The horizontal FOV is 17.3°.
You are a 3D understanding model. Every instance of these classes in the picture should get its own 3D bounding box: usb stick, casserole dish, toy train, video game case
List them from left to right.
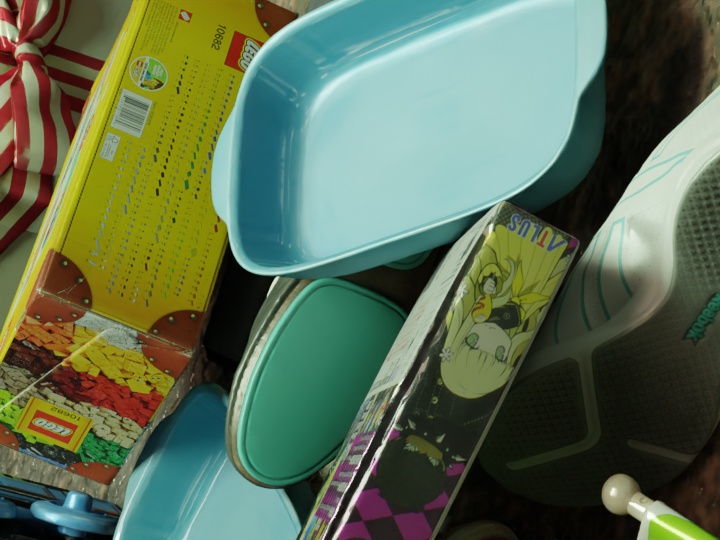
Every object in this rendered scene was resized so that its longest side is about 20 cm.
[{"bbox_3d":[-0.206,0.136,1.184,0.114,0.199,0.087,-169,94,-72],"label":"toy train"},{"bbox_3d":[-0.057,0.136,1.058,0.122,0.039,0.200,-62,32,16],"label":"casserole dish"},{"bbox_3d":[-0.029,-0.046,1.124,0.055,0.032,0.201,24,97,62],"label":"usb stick"},{"bbox_3d":[0.013,0.071,0.862,0.182,0.036,0.200,-63,1,-6],"label":"video game case"},{"bbox_3d":[0.025,-0.060,0.941,0.199,0.039,0.122,-19,58,36],"label":"casserole dish"}]

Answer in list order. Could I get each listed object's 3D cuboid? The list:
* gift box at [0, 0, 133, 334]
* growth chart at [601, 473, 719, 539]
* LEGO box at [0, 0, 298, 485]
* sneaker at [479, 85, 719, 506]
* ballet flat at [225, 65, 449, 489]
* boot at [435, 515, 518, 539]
[{"bbox_3d":[-0.235,-0.079,1.346,0.187,0.199,0.186,-38,49,45],"label":"gift box"},{"bbox_3d":[0.097,0.183,0.752,0.144,0.018,0.201,25,93,40],"label":"growth chart"},{"bbox_3d":[-0.109,-0.023,1.132,0.149,0.077,0.201,127,162,-56],"label":"LEGO box"},{"bbox_3d":[0.109,0.006,0.827,0.201,0.070,0.080,-54,15,34],"label":"sneaker"},{"bbox_3d":[0.000,0.000,1.019,0.201,0.068,0.068,-60,19,1],"label":"ballet flat"},{"bbox_3d":[0.045,0.191,0.846,0.107,0.075,0.201,4,75,44],"label":"boot"}]
